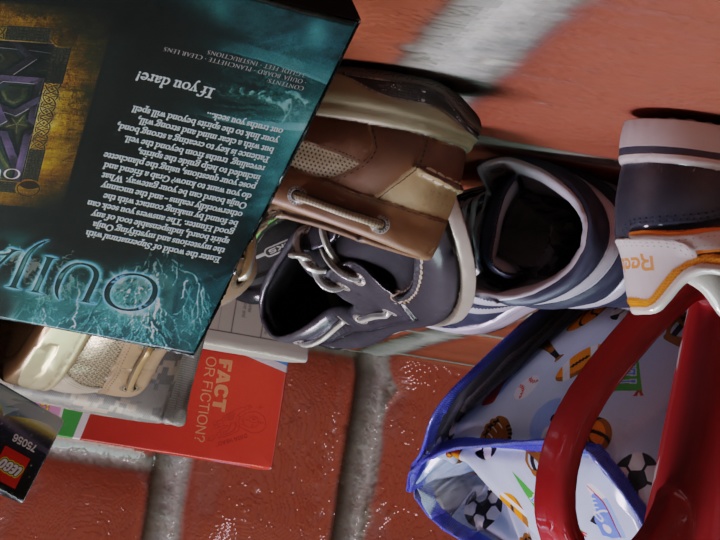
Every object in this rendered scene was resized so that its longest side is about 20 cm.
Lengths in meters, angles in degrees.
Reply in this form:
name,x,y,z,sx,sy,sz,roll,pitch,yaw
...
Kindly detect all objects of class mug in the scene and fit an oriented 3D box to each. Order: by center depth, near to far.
name,x,y,z,sx,sy,sz,roll,pitch,yaw
mug,0.173,0.063,1.125,0.133,0.201,0.177,6,174,37

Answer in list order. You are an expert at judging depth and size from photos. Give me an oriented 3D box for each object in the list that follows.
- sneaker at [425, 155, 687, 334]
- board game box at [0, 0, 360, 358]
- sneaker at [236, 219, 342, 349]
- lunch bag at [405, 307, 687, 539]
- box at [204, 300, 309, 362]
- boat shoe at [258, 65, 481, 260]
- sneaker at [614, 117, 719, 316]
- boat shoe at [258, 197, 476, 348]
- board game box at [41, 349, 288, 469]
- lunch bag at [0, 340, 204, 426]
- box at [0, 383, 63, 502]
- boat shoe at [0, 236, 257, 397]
name,x,y,z,sx,sy,sz,roll,pitch,yaw
sneaker,0.056,-0.011,1.243,0.200,0.070,0.108,-3,172,42
board game box,-0.116,-0.048,0.817,0.200,0.135,0.028,12,-147,-26
sneaker,-0.002,0.002,1.440,0.077,0.084,0.200,6,174,44
lunch bag,0.128,0.063,1.310,0.124,0.170,0.200,55,157,-16
box,-0.123,-0.011,1.483,0.200,0.095,0.078,12,176,-16
boat shoe,-0.055,-0.043,1.046,0.200,0.074,0.076,7,175,21
sneaker,0.188,-0.004,1.043,0.200,0.080,0.078,9,175,-13
boat shoe,0.000,0.000,1.211,0.063,0.073,0.200,-16,172,-15
board game box,-0.137,0.022,1.547,0.200,0.153,0.040,9,175,-13
lunch bag,-0.158,-0.018,1.246,0.164,0.118,0.200,11,-165,-14
box,-0.225,0.018,1.037,0.200,0.040,0.137,34,169,-36
boat shoe,-0.068,-0.020,0.992,0.064,0.071,0.200,16,142,-22
